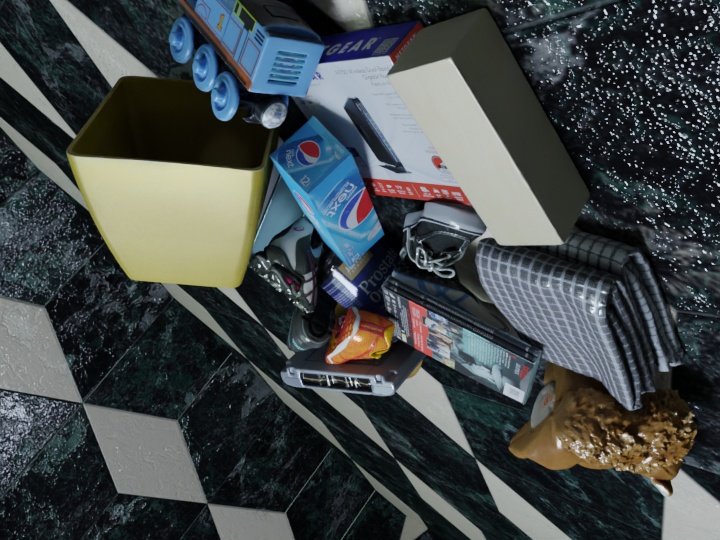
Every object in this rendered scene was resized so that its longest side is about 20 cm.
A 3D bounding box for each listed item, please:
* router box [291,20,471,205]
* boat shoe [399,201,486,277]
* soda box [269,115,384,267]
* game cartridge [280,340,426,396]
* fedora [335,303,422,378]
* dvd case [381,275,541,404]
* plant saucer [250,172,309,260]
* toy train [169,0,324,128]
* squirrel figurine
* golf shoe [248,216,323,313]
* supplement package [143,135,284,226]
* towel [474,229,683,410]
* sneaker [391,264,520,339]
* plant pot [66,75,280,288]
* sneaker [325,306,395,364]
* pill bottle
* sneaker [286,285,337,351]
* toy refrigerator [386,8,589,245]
[{"bbox_3d":[0.025,-0.153,0.747,0.199,0.049,0.180,14,149,52],"label":"router box"},{"bbox_3d":[0.083,-0.031,0.820,0.073,0.069,0.199,17,176,-15],"label":"boat shoe"},{"bbox_3d":[-0.031,-0.081,0.831,0.068,0.064,0.200,45,174,23],"label":"soda box"},{"bbox_3d":[-0.005,0.131,1.096,0.197,0.133,0.041,0,118,33],"label":"game cartridge"},{"bbox_3d":[0.031,0.091,1.212,0.198,0.082,0.202,23,143,19],"label":"fedora"},{"bbox_3d":[0.119,0.087,0.899,0.198,0.022,0.147,28,158,21],"label":"dvd case"},{"bbox_3d":[-0.088,-0.087,0.948,0.202,0.069,0.019,-63,40,33],"label":"plant saucer"},{"bbox_3d":[-0.120,-0.229,0.735,0.201,0.086,0.115,52,128,32],"label":"toy train"},{"bbox_3d":[0.301,0.193,0.853,0.184,0.143,0.200,25,173,-3],"label":"squirrel figurine"},{"bbox_3d":[-0.076,-0.003,0.952,0.077,0.089,0.200,36,173,10],"label":"golf shoe"},{"bbox_3d":[-0.212,-0.146,1.059,0.191,0.148,0.199,46,160,-19],"label":"supplement package"},{"bbox_3d":[0.222,0.044,0.765,0.164,0.086,0.201,19,153,47],"label":"towel"},{"bbox_3d":[0.120,0.053,0.925,0.198,0.073,0.072,28,-174,-20],"label":"sneaker"},{"bbox_3d":[-0.196,-0.095,0.852,0.196,0.201,0.179,5,127,-1],"label":"plant pot"},{"bbox_3d":[-0.002,0.098,0.999,0.076,0.074,0.200,19,169,-8],"label":"sneaker"},{"bbox_3d":[0.000,0.000,1.046,0.200,0.112,0.112,41,161,-8],"label":"pill bottle"},{"bbox_3d":[-0.064,0.034,1.109,0.075,0.202,0.079,33,142,-15],"label":"sneaker"},{"bbox_3d":[0.115,-0.116,0.634,0.075,0.070,0.200,1,139,51],"label":"toy refrigerator"}]
